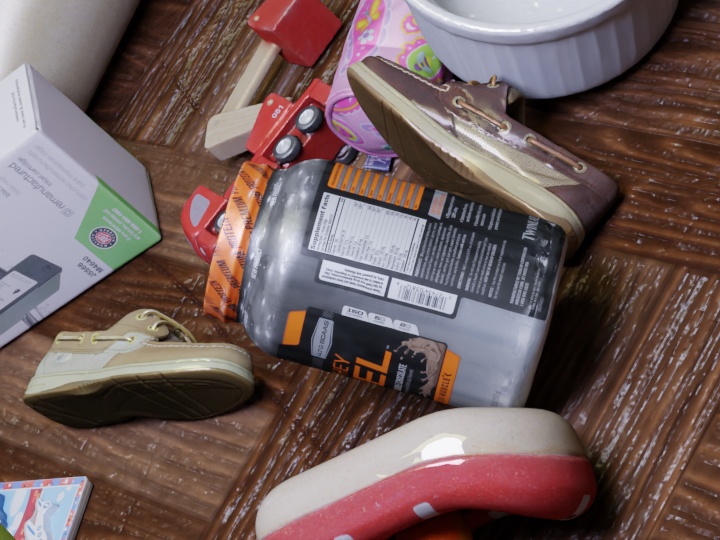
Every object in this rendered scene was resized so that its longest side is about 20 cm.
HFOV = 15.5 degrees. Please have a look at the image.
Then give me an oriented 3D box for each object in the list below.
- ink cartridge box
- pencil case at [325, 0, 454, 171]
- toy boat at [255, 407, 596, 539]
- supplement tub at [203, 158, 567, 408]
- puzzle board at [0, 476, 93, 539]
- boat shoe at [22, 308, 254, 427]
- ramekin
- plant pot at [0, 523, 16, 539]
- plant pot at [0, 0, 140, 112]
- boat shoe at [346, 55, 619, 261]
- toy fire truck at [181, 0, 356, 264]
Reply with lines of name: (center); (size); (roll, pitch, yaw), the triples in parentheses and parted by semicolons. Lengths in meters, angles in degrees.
ink cartridge box: (-0.268, -0.033, 1.915); (0.200, 0.145, 0.084); (-34, 42, 16)
pencil case: (0.038, -0.171, 1.808); (0.087, 0.087, 0.201); (-8, 54, 38)
toy boat: (0.045, 0.159, 1.518); (0.200, 0.130, 0.131); (-26, 74, 24)
supplement tub: (0.015, 0.007, 1.575); (0.199, 0.123, 0.123); (15, 62, 2)
puzzle board: (-0.269, 0.232, 1.799); (0.150, 0.017, 0.201); (-7, 53, 38)
boat shoe: (-0.148, 0.060, 1.787); (0.199, 0.074, 0.067); (-6, 60, 39)
ramekin: (0.115, -0.208, 1.708); (0.200, 0.098, 0.201); (-6, 59, 10)
plant pot: (-0.229, 0.288, 1.587); (0.199, 0.181, 0.200); (-42, 39, 6)
plant pot: (-0.256, -0.203, 2.029); (0.200, 0.200, 0.184); (5, 72, 44)
boat shoe: (0.078, -0.085, 1.682); (0.200, 0.072, 0.072); (36, 72, 30)
toy fire truck: (-0.067, -0.099, 1.864); (0.200, 0.049, 0.141); (-52, 39, -4)
